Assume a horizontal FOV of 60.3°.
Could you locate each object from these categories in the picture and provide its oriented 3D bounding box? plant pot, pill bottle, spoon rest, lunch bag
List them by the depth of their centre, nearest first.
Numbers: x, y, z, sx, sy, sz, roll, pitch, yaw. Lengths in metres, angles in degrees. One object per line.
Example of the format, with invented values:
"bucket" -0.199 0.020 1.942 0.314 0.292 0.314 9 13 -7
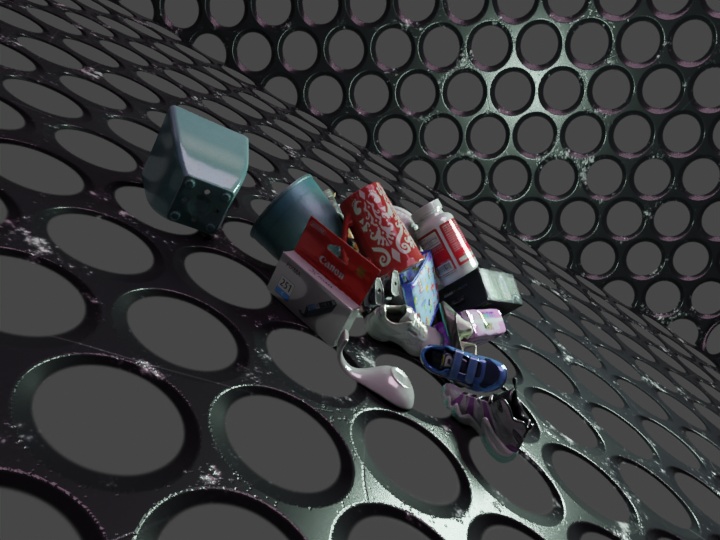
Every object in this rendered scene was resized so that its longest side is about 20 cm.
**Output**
"spoon rest" 0.026 0.197 1.183 0.199 0.061 0.100 40 17 -16
"plant pot" -0.356 -0.196 1.361 0.192 0.198 0.202 17 32 -32
"plant pot" -0.123 -0.080 1.435 0.189 0.200 0.200 47 20 2
"lunch bag" 0.138 0.064 1.505 0.091 0.155 0.201 -8 23 12
"pill bottle" 0.211 -0.073 1.596 0.204 0.111 0.112 62 23 3

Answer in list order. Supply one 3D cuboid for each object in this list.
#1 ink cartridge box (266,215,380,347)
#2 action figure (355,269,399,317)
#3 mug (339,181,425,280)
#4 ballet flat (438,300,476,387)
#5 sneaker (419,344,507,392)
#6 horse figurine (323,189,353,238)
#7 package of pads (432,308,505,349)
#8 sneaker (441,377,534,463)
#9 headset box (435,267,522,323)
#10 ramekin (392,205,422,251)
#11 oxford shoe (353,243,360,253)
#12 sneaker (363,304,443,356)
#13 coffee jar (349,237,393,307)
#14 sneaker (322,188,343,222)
"ink cartridge box" -0.079 0.020 1.249 0.198 0.179 0.044 37 21 21
"action figure" -0.002 0.057 1.314 0.127 0.198 0.072 -1 76 -39
"mug" 0.033 -0.078 1.376 0.176 0.132 0.204 -22 83 -56
"ballet flat" 0.226 0.162 1.402 0.068 0.066 0.206 57 23 -65
"sneaker" 0.210 0.204 1.303 0.195 0.076 0.082 9 -15 29
"horse figurine" -0.070 -0.152 1.802 0.195 0.136 0.050 20 0 -4
"package of pads" 0.267 0.148 1.536 0.198 0.119 0.078 2 61 -55
"sneaker" 0.259 0.259 1.225 0.199 0.142 0.077 42 23 29
"headset box" 0.307 0.079 1.659 0.197 0.172 0.095 9 57 -48
"ramekin" 0.072 -0.064 1.668 0.199 0.205 0.094 32 30 6
"oxford shoe" -0.007 0.003 1.441 0.071 0.072 0.202 23 56 16
"sneaker" 0.109 0.130 1.370 0.195 0.100 0.077 18 48 -21
"coffee jar" 0.000 0.000 1.555 0.103 0.087 0.200 2 35 -48
"sneaker" -0.096 -0.106 1.580 0.075 0.200 0.116 -24 75 -34
